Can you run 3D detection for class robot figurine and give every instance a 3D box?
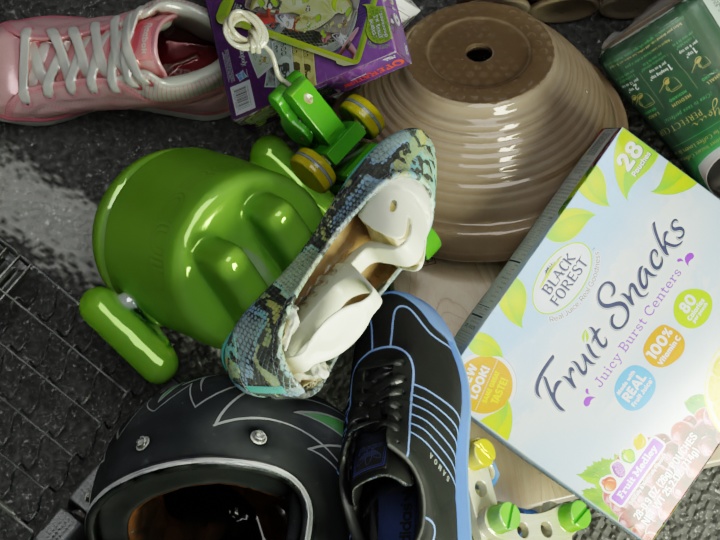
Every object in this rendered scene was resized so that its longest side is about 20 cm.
[{"bbox_3d":[-0.096,-0.015,1.622,0.175,0.200,0.116,-44,119,-17],"label":"robot figurine"}]

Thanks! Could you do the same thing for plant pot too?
[{"bbox_3d":[0.076,-0.108,1.666,0.200,0.093,0.201,-2,46,2],"label":"plant pot"}]

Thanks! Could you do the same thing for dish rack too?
[{"bbox_3d":[-0.220,0.078,1.650,0.200,0.055,0.154,39,73,7],"label":"dish rack"}]

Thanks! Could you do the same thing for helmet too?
[{"bbox_3d":[-0.070,0.159,1.568,0.199,0.200,0.192,-15,81,-10],"label":"helmet"}]

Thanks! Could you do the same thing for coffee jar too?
[{"bbox_3d":[0.253,-0.094,1.698,0.200,0.104,0.085,55,37,-6],"label":"coffee jar"}]

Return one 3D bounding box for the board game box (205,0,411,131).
[{"bbox_3d":[-0.046,-0.201,1.642,0.120,0.032,0.201,-23,67,23],"label":"board game box"}]

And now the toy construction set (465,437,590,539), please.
[{"bbox_3d":[0.085,0.211,1.552,0.131,0.092,0.201,25,72,-34],"label":"toy construction set"}]

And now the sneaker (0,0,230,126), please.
[{"bbox_3d":[-0.171,-0.142,1.686,0.199,0.105,0.076,2,77,-4],"label":"sneaker"}]

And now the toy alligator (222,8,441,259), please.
[{"bbox_3d":[-0.024,-0.084,1.589,0.059,0.054,0.200,-47,107,-17],"label":"toy alligator"}]

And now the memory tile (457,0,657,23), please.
[{"bbox_3d":[0.170,-0.199,1.710,0.199,0.153,0.017,-4,76,-9],"label":"memory tile"}]

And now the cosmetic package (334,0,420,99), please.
[{"bbox_3d":[-0.053,-0.213,1.695,0.083,0.051,0.200,-45,60,10],"label":"cosmetic package"}]

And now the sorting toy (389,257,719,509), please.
[{"bbox_3d":[0.128,0.053,1.683,0.198,0.070,0.201,-12,76,-9],"label":"sorting toy"}]

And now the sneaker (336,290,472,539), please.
[{"bbox_3d":[0.022,0.096,1.507,0.070,0.078,0.201,-20,62,23],"label":"sneaker"}]

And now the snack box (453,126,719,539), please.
[{"bbox_3d":[0.164,0.039,1.593,0.168,0.068,0.200,37,87,-6],"label":"snack box"}]

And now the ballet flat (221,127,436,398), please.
[{"bbox_3d":[0.000,0.000,1.525,0.074,0.074,0.200,35,73,4],"label":"ballet flat"}]
